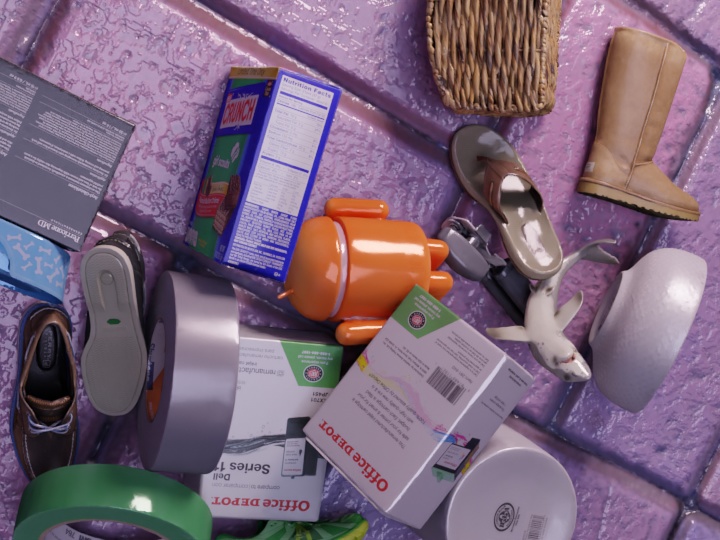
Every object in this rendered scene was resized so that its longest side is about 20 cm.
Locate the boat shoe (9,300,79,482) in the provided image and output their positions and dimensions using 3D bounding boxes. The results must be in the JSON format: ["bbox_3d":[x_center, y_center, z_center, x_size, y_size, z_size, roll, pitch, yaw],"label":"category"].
[{"bbox_3d":[-0.328,0.137,1.190,0.071,0.072,0.203,-5,101,-19],"label":"boat shoe"}]

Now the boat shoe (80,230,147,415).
[{"bbox_3d":[-0.254,0.058,1.207,0.071,0.068,0.203,5,114,1],"label":"boat shoe"}]

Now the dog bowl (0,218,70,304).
[{"bbox_3d":[-0.378,-0.028,1.135,0.198,0.111,0.050,26,75,-20],"label":"dog bowl"}]

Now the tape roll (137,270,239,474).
[{"bbox_3d":[-0.178,0.104,1.169,0.065,0.200,0.203,7,96,-19],"label":"tape roll"}]

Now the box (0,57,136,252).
[{"bbox_3d":[-0.345,-0.122,1.139,0.198,0.079,0.143,26,80,-20],"label":"box"}]

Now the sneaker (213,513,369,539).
[{"bbox_3d":[-0.075,0.301,1.295,0.198,0.074,0.084,-8,59,-34],"label":"sneaker"}]

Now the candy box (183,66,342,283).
[{"bbox_3d":[-0.105,-0.104,1.181,0.076,0.169,0.203,17,92,-24],"label":"candy box"}]

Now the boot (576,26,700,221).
[{"bbox_3d":[0.359,-0.171,1.385,0.173,0.066,0.203,15,92,-20],"label":"boot"}]

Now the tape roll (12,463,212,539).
[{"bbox_3d":[-0.253,0.269,1.181,0.198,0.201,0.049,21,47,-20],"label":"tape roll"}]

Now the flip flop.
[{"bbox_3d":[0.172,-0.083,1.311,0.080,0.058,0.202,-23,77,-14],"label":"flip flop"}]

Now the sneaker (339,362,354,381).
[{"bbox_3d":[0.040,0.126,1.300,0.200,0.099,0.078,-47,109,-7],"label":"sneaker"}]

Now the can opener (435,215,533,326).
[{"bbox_3d":[0.156,0.019,1.345,0.200,0.053,0.067,49,62,-18],"label":"can opener"}]

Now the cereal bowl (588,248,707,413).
[{"bbox_3d":[0.325,0.060,1.348,0.083,0.200,0.202,25,89,3],"label":"cereal bowl"}]

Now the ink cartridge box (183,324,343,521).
[{"bbox_3d":[-0.108,0.168,1.264,0.145,0.083,0.203,6,97,-19],"label":"ink cartridge box"}]

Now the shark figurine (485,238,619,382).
[{"bbox_3d":[0.227,0.053,1.328,0.090,0.127,0.216,65,36,-40],"label":"shark figurine"}]

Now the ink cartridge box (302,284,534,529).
[{"bbox_3d":[0.059,0.141,1.193,0.201,0.145,0.084,-52,142,0],"label":"ink cartridge box"}]

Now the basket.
[{"bbox_3d":[0.152,-0.275,1.301,0.141,0.149,0.203,3,98,14],"label":"basket"}]

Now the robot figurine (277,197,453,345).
[{"bbox_3d":[0.000,-0.001,1.261,0.197,0.117,0.146,3,103,-20],"label":"robot figurine"}]

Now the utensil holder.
[{"bbox_3d":[0.128,0.247,1.295,0.168,0.200,0.173,-3,98,-17],"label":"utensil holder"}]
